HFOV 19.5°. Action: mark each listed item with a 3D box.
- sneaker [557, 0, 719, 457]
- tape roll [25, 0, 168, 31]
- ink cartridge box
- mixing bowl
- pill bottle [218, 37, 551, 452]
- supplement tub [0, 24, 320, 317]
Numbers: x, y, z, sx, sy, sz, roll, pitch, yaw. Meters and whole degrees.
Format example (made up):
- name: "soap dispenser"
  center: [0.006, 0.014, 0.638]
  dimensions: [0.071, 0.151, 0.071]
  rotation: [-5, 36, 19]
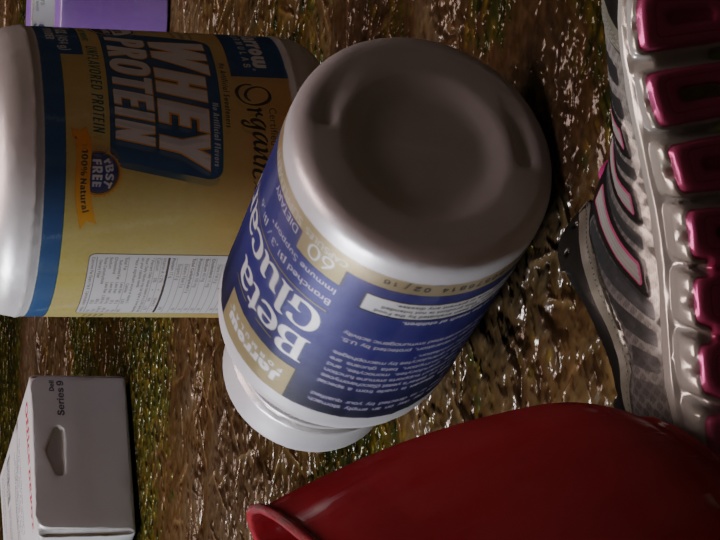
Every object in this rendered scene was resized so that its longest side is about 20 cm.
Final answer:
- name: "sneaker"
  center: [0.098, -0.030, 0.638]
  dimensions: [0.087, 0.073, 0.201]
  rotation: [163, 102, -66]
- name: "tape roll"
  center: [-0.213, -0.205, 1.667]
  dimensions: [0.200, 0.085, 0.201]
  rotation: [180, 90, -73]
- name: "ink cartridge box"
  center: [-0.248, 0.195, 1.757]
  dimensions: [0.200, 0.084, 0.147]
  rotation: [118, 148, -57]
- name: "mixing bowl"
  center: [0.070, 0.112, 0.596]
  dimensions: [0.200, 0.108, 0.200]
  rotation: [47, 166, 16]
- name: "pill bottle"
  center: [0.000, 0.000, 0.899]
  dimensions: [0.200, 0.111, 0.112]
  rotation: [117, 149, -56]
- name: "supplement tub"
  center: [-0.093, -0.048, 1.057]
  dimensions: [0.145, 0.199, 0.145]
  rotation: [180, 90, -73]
